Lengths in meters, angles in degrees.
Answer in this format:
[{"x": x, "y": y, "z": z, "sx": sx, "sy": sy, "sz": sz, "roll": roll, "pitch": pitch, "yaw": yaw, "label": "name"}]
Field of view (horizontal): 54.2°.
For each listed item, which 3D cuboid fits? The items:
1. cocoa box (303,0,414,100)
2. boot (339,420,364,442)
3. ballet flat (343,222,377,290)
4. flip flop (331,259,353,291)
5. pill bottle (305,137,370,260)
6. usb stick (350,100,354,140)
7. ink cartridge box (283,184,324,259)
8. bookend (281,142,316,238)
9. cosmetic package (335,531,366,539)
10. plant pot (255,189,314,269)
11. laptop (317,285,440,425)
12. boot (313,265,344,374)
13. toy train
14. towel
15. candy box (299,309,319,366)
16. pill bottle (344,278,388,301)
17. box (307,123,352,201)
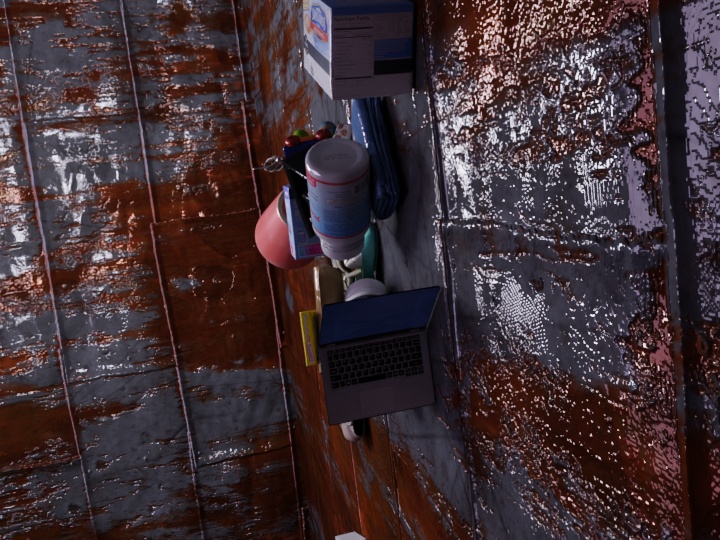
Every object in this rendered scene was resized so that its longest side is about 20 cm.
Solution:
[{"x": -0.008, "y": -0.360, "z": 1.089, "sx": 0.201, "sy": 0.131, "sz": 0.134, "roll": -119, "pitch": 25, "yaw": -56, "label": "cocoa box"}, {"x": -0.027, "y": 0.335, "z": 1.809, "sx": 0.146, "sy": 0.069, "sz": 0.204, "roll": 156, "pitch": 104, "yaw": -71, "label": "boot"}, {"x": 0.000, "y": 0.000, "z": 1.432, "sx": 0.068, "sy": 0.069, "sz": 0.204, "roll": -119, "pitch": 24, "yaw": -58, "label": "ballet flat"}, {"x": -0.053, "y": 0.022, "z": 1.709, "sx": 0.201, "sy": 0.056, "sz": 0.082, "roll": -113, "pitch": 20, "yaw": -50, "label": "flip flop"}, {"x": -0.035, "y": -0.118, "z": 1.222, "sx": 0.202, "sy": 0.106, "sz": 0.110, "roll": 88, "pitch": 167, "yaw": -45, "label": "pill bottle"}, {"x": -0.003, "y": -0.306, "z": 1.331, "sx": 0.056, "sy": 0.032, "sz": 0.204, "roll": -111, "pitch": 16, "yaw": -64, "label": "usb stick"}, {"x": -0.109, "y": -0.139, "z": 1.679, "sx": 0.076, "sy": 0.134, "sz": 0.205, "roll": -148, "pitch": 51, "yaw": -71, "label": "ink cartridge box"}, {"x": -0.060, "y": -0.139, "z": 1.487, "sx": 0.198, "sy": 0.091, "sz": 0.203, "roll": 38, "pitch": 153, "yaw": 50, "label": "bookend"}, {"x": -0.022, "y": 0.837, "z": 2.074, "sx": 0.200, "sy": 0.072, "sz": 0.104, "roll": 125, "pitch": 135, "yaw": -70, "label": "cosmetic package"}, {"x": -0.178, "y": -0.130, "z": 1.917, "sx": 0.178, "sy": 0.196, "sz": 0.204, "roll": 128, "pitch": 133, "yaw": -61, "label": "plant pot"}, {"x": 0.034, "y": 0.136, "z": 1.099, "sx": 0.116, "sy": 0.183, "sz": 0.205, "roll": -178, "pitch": 80, "yaw": -77, "label": "laptop"}, {"x": -0.043, "y": 0.109, "z": 1.401, "sx": 0.175, "sy": 0.065, "sz": 0.204, "roll": 52, "pitch": -148, "yaw": -69, "label": "boot"}, {"x": -0.144, "y": -0.279, "z": 1.590, "sx": 0.117, "sy": 0.196, "sz": 0.086, "roll": -90, "pitch": -13, "yaw": -54, "label": "toy train"}, {"x": 0.028, "y": -0.199, "z": 1.228, "sx": 0.112, "sy": 0.048, "sz": 0.204, "roll": 106, "pitch": 152, "yaw": -70, "label": "towel"}, {"x": -0.080, "y": 0.130, "z": 1.429, "sx": 0.200, "sy": 0.026, "sz": 0.105, "roll": 1, "pitch": -101, "yaw": -79, "label": "candy box"}, {"x": 0.017, "y": 0.111, "z": 1.293, "sx": 0.202, "sy": 0.117, "sz": 0.122, "roll": -95, "pitch": 4, "yaw": -55, "label": "pill bottle"}, {"x": -0.049, "y": -0.202, "z": 1.348, "sx": 0.042, "sy": 0.038, "sz": 0.202, "roll": 73, "pitch": -151, "yaw": -48, "label": "box"}]
